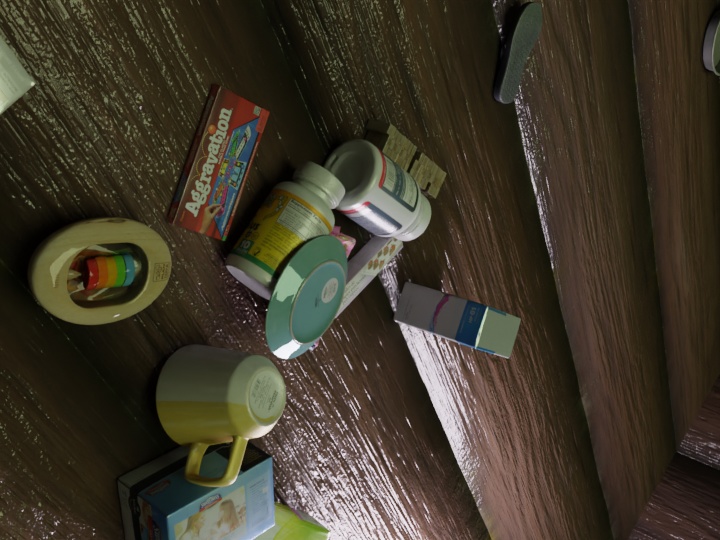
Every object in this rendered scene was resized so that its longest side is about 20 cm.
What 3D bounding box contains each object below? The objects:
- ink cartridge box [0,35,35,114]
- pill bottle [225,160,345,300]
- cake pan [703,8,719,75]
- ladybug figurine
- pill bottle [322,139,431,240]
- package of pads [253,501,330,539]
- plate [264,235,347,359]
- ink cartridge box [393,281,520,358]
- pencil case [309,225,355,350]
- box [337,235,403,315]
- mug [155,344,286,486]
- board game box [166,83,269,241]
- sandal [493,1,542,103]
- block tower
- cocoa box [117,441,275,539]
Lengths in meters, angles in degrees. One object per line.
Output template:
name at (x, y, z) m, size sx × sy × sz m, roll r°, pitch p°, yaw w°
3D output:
ink cartridge box at (-0.460, -0.194, 0.836) m, size 0.201 × 0.050 × 0.162 m, roll -53°, pitch 138°, yaw -26°
pill bottle at (-0.108, -0.061, 1.245) m, size 0.201 × 0.112 × 0.113 m, roll -58°, pitch 139°, yaw -14°
cake pan at (1.068, -0.682, 2.426) m, size 0.199 × 0.036 × 0.203 m, roll -23°, pitch 122°, yaw -42°
ladybug figurine at (-0.331, -0.004, 1.039) m, size 0.198 × 0.071 × 0.138 m, roll -2°, pitch 106°, yaw -48°
pill bottle at (0.033, -0.125, 1.379) m, size 0.199 × 0.119 × 0.121 m, roll 30°, pitch 82°, yaw -51°
package of pads at (-0.157, 0.485, 1.426) m, size 0.199 × 0.068 × 0.156 m, roll 34°, pitch 78°, yaw -41°
plate at (-0.071, 0.045, 1.244) m, size 0.200 × 0.025 × 0.203 m, roll -39°, pitch 141°, yaw -40°
ink cartridge box at (0.186, 0.094, 1.587) m, size 0.144 × 0.198 × 0.086 m, roll 20°, pitch 87°, yaw -51°
pencil case at (-0.075, 0.024, 1.343) m, size 0.082 × 0.086 × 0.203 m, roll 23°, pitch 86°, yaw -33°
box at (0.000, 0.000, 1.454) m, size 0.200 × 0.041 × 0.039 m, roll -46°, pitch 135°, yaw -28°
mug at (-0.187, 0.199, 1.187) m, size 0.149 × 0.151 × 0.190 m, roll -18°, pitch 100°, yaw -54°
board game box at (-0.202, -0.151, 1.173) m, size 0.102 × 0.019 × 0.203 m, roll 18°, pitch 91°, yaw -50°
sandal at (0.304, -0.439, 1.638) m, size 0.075 × 0.043 × 0.203 m, roll 3°, pitch 112°, yaw -42°
block tower at (0.076, -0.194, 1.453) m, size 0.199 × 0.054 × 0.058 m, roll 33°, pitch 79°, yaw -50°
cocoa box at (-0.243, 0.351, 1.241) m, size 0.199 × 0.130 × 0.135 m, roll -22°, pitch 121°, yaw -43°
